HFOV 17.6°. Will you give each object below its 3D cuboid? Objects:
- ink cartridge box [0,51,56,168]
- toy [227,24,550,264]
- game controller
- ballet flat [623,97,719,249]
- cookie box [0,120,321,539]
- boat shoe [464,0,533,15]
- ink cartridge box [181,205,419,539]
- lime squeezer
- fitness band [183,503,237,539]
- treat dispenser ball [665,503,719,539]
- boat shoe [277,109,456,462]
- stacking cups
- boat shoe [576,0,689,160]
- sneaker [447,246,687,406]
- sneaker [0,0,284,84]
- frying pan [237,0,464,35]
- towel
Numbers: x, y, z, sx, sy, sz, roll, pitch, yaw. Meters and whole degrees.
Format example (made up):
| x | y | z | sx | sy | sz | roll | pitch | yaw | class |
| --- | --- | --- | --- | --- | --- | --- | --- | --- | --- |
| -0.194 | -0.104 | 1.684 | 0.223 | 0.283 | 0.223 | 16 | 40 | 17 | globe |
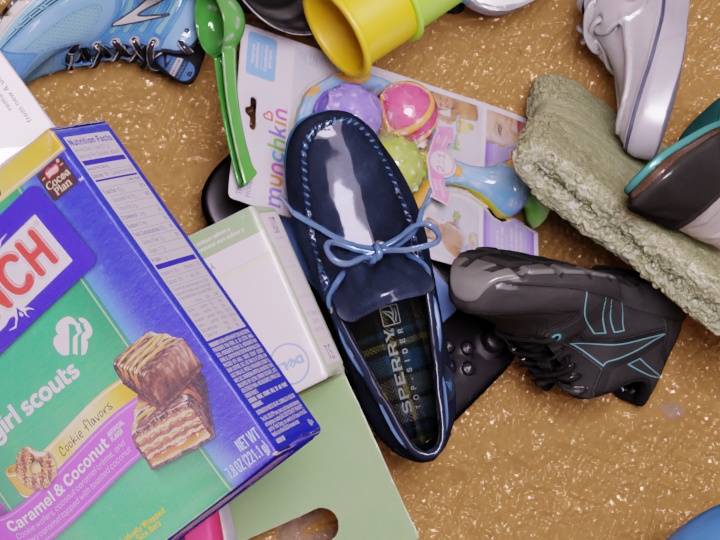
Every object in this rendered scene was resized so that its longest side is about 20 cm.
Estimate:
| x | y | z | sx | sy | sz | roll | pitch | yaw | class |
| --- | --- | --- | --- | --- | --- | --- | --- | --- | --- |
| -0.270 | -0.036 | 1.227 | 0.200 | 0.145 | 0.085 | -37 | 91 | -17 | ink cartridge box |
| 0.026 | -0.072 | 1.329 | 0.199 | 0.047 | 0.116 | 18 | 57 | -26 | toy |
| 0.000 | 0.000 | 1.339 | 0.200 | 0.042 | 0.104 | 48 | 61 | -2 | game controller |
| 0.205 | -0.054 | 1.318 | 0.068 | 0.200 | 0.068 | 48 | 115 | 3 | ballet flat |
| -0.149 | 0.054 | 1.191 | 0.171 | 0.075 | 0.200 | -38 | 84 | 16 | cookie box |
| 0.117 | -0.230 | 1.404 | 0.071 | 0.064 | 0.200 | 37 | 74 | -4 | boat shoe |
| -0.074 | 0.084 | 1.275 | 0.145 | 0.048 | 0.201 | -25 | 85 | 14 | ink cartridge box |
| -0.109 | -0.142 | 1.276 | 0.071 | 0.038 | 0.200 | -43 | 100 | -13 | lime squeezer |
| -0.147 | 0.117 | 1.252 | 0.143 | 0.037 | 0.201 | -16 | 89 | 14 | fitness band |
| 0.238 | 0.222 | 1.282 | 0.200 | 0.201 | 0.202 | 3 | 79 | -14 | treat dispenser ball |
| 0.018 | 0.007 | 1.268 | 0.084 | 0.069 | 0.201 | -25 | 103 | -6 | boat shoe |
| 0.061 | -0.183 | 1.325 | 0.200 | 0.060 | 0.061 | -34 | 90 | -22 | stacking cups |
| 0.160 | -0.149 | 1.386 | 0.065 | 0.074 | 0.201 | 9 | 51 | 2 | boat shoe |
| 0.120 | 0.034 | 1.320 | 0.199 | 0.075 | 0.080 | 10 | 94 | -47 | sneaker |
| -0.126 | -0.142 | 1.320 | 0.199 | 0.078 | 0.090 | -29 | 91 | -17 | sneaker |
| -0.020 | -0.195 | 1.348 | 0.189 | 0.031 | 0.116 | -14 | 92 | -47 | frying pan |
| 0.173 | -0.031 | 1.355 | 0.200 | 0.149 | 0.037 | 37 | 114 | -6 | towel |
